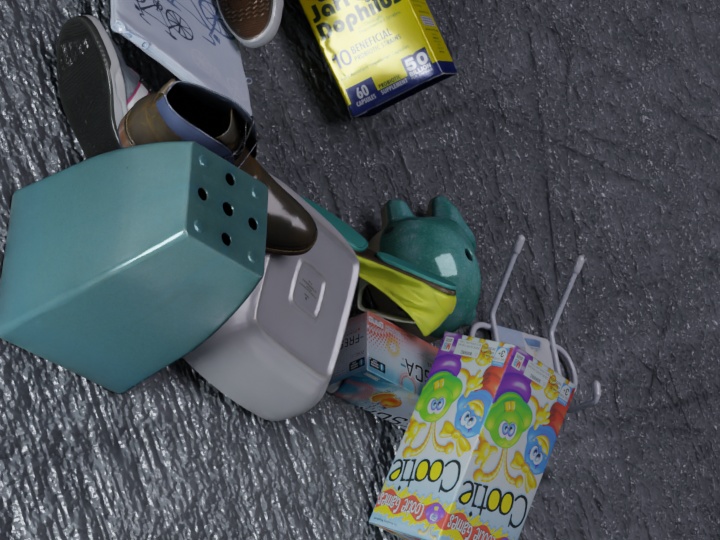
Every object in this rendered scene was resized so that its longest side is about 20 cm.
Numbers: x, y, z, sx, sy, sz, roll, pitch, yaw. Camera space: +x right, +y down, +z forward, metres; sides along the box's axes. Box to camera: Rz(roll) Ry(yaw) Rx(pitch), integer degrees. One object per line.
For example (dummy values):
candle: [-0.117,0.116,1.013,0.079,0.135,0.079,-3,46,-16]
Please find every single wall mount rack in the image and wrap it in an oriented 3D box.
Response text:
wall mount rack: [0.202,0.064,2.046,0.199,0.074,0.175,17,57,-47]

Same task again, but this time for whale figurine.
whale figurine: [0.084,-0.014,1.917,0.160,0.103,0.200,56,33,-11]

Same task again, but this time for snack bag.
snack bag: [-0.174,-0.231,1.735,0.188,0.021,0.201,37,25,-36]

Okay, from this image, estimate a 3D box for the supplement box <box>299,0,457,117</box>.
supplement box: [0.007,-0.275,1.939,0.201,0.108,0.109,65,13,0]

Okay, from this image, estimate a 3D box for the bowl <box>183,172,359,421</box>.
bowl: [-0.074,0.020,1.670,0.200,0.074,0.201,43,54,-45]

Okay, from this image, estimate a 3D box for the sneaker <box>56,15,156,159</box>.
sneaker: [-0.191,-0.140,1.653,0.120,0.083,0.202,-25,98,-49]

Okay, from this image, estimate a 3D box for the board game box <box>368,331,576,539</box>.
board game box: [0.109,0.177,1.770,0.105,0.103,0.202,32,76,-38]

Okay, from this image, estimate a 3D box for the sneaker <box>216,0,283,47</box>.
sneaker: [-0.101,-0.294,1.852,0.085,0.072,0.201,40,30,-49]

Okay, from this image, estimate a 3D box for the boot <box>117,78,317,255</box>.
boot: [-0.110,-0.086,1.562,0.199,0.097,0.075,32,62,-10]

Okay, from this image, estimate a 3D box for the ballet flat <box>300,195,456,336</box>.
ballet flat: [0.000,0.000,1.809,0.199,0.067,0.067,30,12,9]

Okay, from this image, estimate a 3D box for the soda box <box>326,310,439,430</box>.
soda box: [0.050,0.113,1.834,0.199,0.063,0.069,29,49,-39]

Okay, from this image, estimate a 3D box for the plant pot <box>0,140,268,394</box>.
plant pot: [-0.177,-0.016,1.502,0.141,0.199,0.142,30,48,-38]
